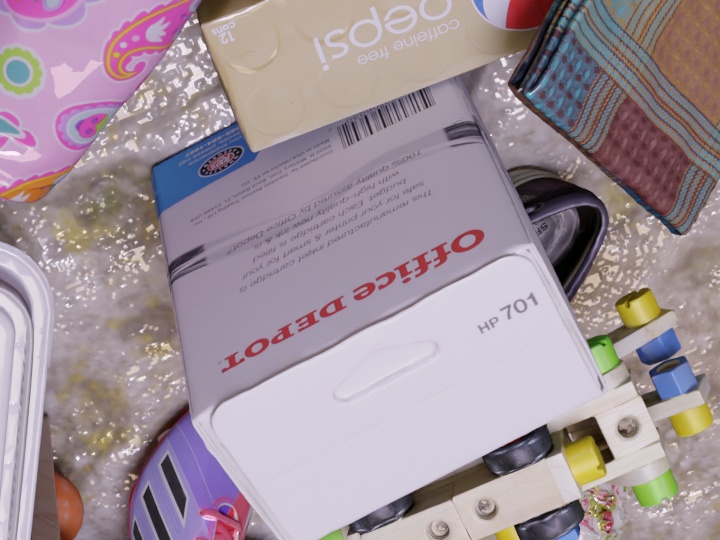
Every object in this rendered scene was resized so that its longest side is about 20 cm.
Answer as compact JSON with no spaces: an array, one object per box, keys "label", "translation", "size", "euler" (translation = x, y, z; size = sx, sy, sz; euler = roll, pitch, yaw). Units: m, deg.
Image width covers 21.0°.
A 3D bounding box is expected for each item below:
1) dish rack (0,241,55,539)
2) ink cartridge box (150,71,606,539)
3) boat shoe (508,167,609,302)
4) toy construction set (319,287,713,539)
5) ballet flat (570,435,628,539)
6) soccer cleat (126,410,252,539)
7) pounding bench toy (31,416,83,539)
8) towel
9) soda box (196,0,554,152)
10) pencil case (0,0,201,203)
[{"label":"dish rack","translation":[-0.213,0.084,0.780],"size":[0.171,0.044,0.201],"euler":[3,110,-16]},{"label":"ink cartridge box","translation":[0.000,0.000,0.811],"size":[0.146,0.200,0.086],"euler":[-27,124,6]},{"label":"boat shoe","translation":[0.036,0.031,0.881],"size":[0.200,0.065,0.072],"euler":[-44,102,-11]},{"label":"toy construction set","translation":[0.055,0.088,0.828],"size":[0.200,0.131,0.092],"euler":[-39,97,14]},{"label":"ballet flat","translation":[0.054,0.084,0.966],"size":[0.200,0.076,0.064],"euler":[30,80,-26]},{"label":"soccer cleat","translation":[-0.088,0.163,0.933],"size":[0.067,0.076,0.201],"euler":[26,84,-35]},{"label":"pounding bench toy","translation":[-0.202,0.119,0.889],"size":[0.155,0.124,0.201],"euler":[2,121,-14]},{"label":"towel","translation":[0.151,-0.127,0.804],"size":[0.147,0.022,0.200],"euler":[33,85,-45]},{"label":"soda box","translation":[0.030,-0.125,0.820],"size":[0.199,0.064,0.068],"euler":[-21,124,1]},{"label":"pencil case","translation":[-0.109,-0.119,0.781],"size":[0.087,0.088,0.200],"euler":[31,113,-27]}]
